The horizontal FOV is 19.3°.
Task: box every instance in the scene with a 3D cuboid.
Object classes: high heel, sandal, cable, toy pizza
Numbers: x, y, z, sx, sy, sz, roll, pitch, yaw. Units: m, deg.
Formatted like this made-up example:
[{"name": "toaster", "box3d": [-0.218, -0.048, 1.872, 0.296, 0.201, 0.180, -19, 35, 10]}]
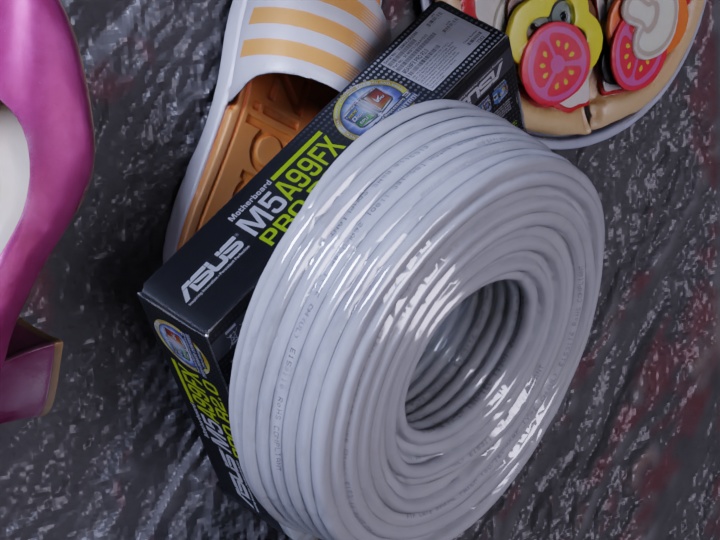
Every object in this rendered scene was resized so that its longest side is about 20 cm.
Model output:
[{"name": "high heel", "box3d": [-0.166, -0.023, 0.855, 0.096, 0.067, 0.200, -11, 118, -46]}, {"name": "sandal", "box3d": [-0.025, -0.071, 0.955, 0.079, 0.059, 0.207, 20, 85, -38]}, {"name": "cable", "box3d": [0.026, 0.028, 0.909, 0.200, 0.069, 0.200, -52, 148, -11]}, {"name": "toy pizza", "box3d": [0.112, -0.160, 1.060, 0.200, 0.032, 0.201, -7, 102, -36]}]

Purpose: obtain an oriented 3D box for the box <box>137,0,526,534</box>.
[{"name": "box", "box3d": [0.000, 0.000, 0.958, 0.200, 0.044, 0.160, -46, 147, -21]}]
